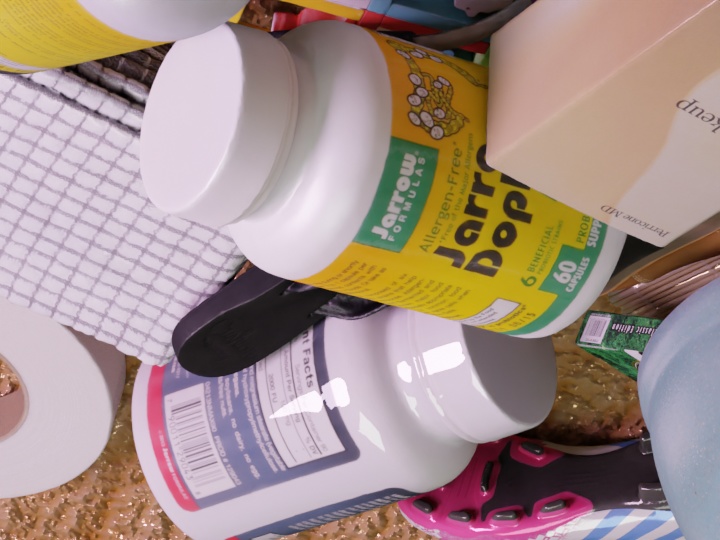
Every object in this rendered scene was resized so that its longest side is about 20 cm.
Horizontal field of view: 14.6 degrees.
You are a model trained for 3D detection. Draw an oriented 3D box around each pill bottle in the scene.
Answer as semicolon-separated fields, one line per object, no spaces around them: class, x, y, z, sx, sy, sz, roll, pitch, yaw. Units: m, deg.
pill bottle;-0.103;-0.145;1.158;0.112;0.112;0.200;40;155;-28
pill bottle;-0.006;0.063;1.432;0.199;0.120;0.120;-19;129;31
pill bottle;0.010;-0.044;1.216;0.199;0.113;0.113;15;142;-32

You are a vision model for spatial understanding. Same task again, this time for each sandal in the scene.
sandal;0.000;0.000;1.342;0.200;0.045;0.075;-37;145;13

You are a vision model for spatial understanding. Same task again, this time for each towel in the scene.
towel;-0.138;-0.061;1.353;0.199;0.086;0.166;24;140;-11

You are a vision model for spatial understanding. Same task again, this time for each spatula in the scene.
spatula;0.040;-0.106;1.249;0.199;0.021;0.057;-5;147;18

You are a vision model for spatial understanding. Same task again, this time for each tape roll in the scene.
tape roll;-0.228;0.049;1.535;0.201;0.037;0.203;7;139;6

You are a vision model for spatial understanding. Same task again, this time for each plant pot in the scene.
plant pot;0.228;0.098;1.266;0.199;0.135;0.201;0;142;0

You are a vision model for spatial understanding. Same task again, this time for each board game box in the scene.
board game box;0.208;0.074;1.405;0.200;0.024;0.105;31;168;-34

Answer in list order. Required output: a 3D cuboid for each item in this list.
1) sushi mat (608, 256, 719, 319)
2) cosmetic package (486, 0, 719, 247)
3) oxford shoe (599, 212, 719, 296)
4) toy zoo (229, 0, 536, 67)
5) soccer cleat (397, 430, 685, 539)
sushi mat;0.226;0.003;1.388;0.199;0.012;0.096;-26;125;35
cosmetic package;0.149;-0.094;1.139;0.105;0.071;0.200;22;144;-26
oxford shoe;0.146;-0.024;1.310;0.071;0.072;0.200;7;169;-25
toy zoo;0.010;-0.123;1.268;0.199;0.021;0.131;14;146;-11
soccer cleat;0.119;0.129;1.512;0.199;0.070;0.086;-4;142;21
